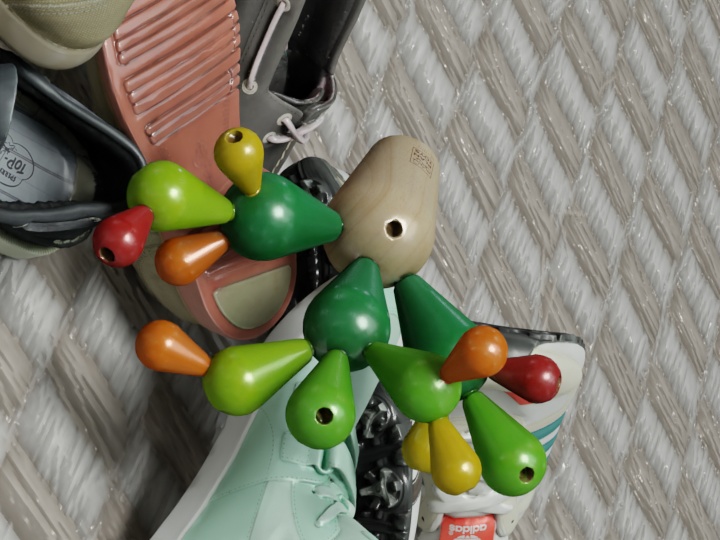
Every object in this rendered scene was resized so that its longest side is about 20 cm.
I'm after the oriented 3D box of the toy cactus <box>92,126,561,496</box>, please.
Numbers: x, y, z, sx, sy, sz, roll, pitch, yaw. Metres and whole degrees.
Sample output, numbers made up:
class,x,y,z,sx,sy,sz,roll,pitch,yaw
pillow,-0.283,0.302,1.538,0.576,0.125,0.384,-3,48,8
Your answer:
class,x,y,z,sx,sy,sz,roll,pitch,yaw
toy cactus,0.000,0.000,1.151,0.199,0.102,0.165,28,40,-7

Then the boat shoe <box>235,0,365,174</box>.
class,x,y,z,sx,sy,sz,roll,pitch,yaw
boat shoe,-0.026,-0.101,1.228,0.067,0.057,0.201,-21,133,-58

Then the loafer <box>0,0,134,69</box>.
class,x,y,z,sx,sy,sz,roll,pitch,yaw
loafer,-0.146,-0.162,1.062,0.200,0.068,0.076,45,39,-22

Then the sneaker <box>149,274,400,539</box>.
class,x,y,z,sx,sy,sz,roll,pitch,yaw
sneaker,-0.004,0.097,1.188,0.201,0.118,0.074,-59,154,-24

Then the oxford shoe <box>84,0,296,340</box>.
class,x,y,z,sx,sy,sz,roll,pitch,yaw
oxford shoe,-0.088,-0.066,1.182,0.071,0.074,0.201,-28,115,-37

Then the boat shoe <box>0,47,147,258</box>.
class,x,y,z,sx,sy,sz,roll,pitch,yaw
boat shoe,-0.145,-0.055,1.075,0.199,0.066,0.075,39,51,-52

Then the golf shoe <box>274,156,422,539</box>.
class,x,y,z,sx,sy,sz,roll,pitch,yaw
golf shoe,0.002,0.050,1.310,0.094,0.077,0.201,-1,85,-62

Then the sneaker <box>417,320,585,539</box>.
class,x,y,z,sx,sy,sz,roll,pitch,yaw
sneaker,0.059,0.085,1.353,0.200,0.070,0.094,101,-4,-74
